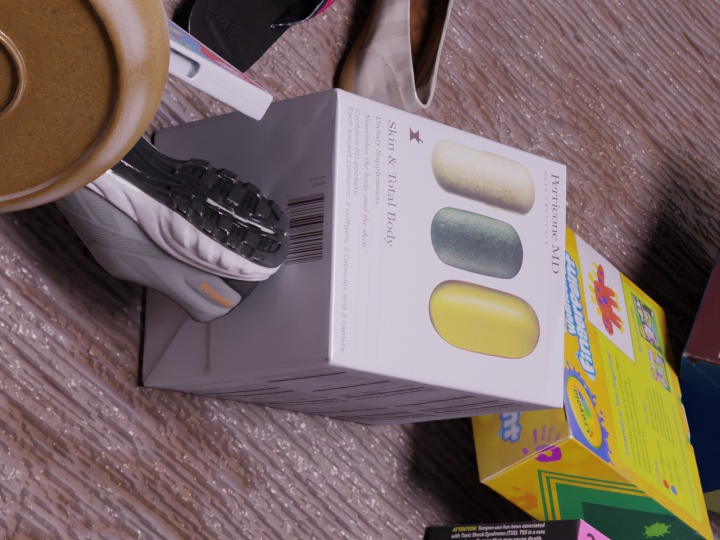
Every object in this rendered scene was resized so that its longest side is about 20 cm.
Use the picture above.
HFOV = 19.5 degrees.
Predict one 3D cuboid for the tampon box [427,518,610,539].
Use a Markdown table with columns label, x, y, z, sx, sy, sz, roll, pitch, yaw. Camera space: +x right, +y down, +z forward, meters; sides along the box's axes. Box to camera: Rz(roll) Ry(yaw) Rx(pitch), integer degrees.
| label | x | y | z | sx | sy | sz | roll | pitch | yaw |
| --- | --- | --- | --- | --- | --- | --- | --- | --- | --- |
| tampon box | 0.112 | 0.275 | 1.303 | 0.150 | 0.126 | 0.200 | 36 | 58 | -39 |

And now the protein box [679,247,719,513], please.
| label | x | y | z | sx | sy | sz | roll | pitch | yaw |
| --- | --- | --- | --- | --- | --- | --- | --- | --- | --- |
| protein box | 0.318 | 0.053 | 1.503 | 0.199 | 0.135 | 0.200 | 82 | 28 | -53 |

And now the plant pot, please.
| label | x | y | z | sx | sy | sz | roll | pitch | yaw |
| --- | --- | --- | --- | --- | --- | --- | --- | --- | --- |
| plant pot | -0.190 | -0.099 | 0.982 | 0.200 | 0.200 | 0.028 | 46 | 24 | -33 |

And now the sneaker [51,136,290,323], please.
| label | x | y | z | sx | sy | sz | roll | pitch | yaw |
| --- | --- | --- | --- | --- | --- | --- | --- | --- | --- |
| sneaker | -0.137 | -0.042 | 1.094 | 0.200 | 0.079 | 0.074 | 36 | 35 | -4 |

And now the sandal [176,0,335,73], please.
| label | x | y | z | sx | sy | sz | roll | pitch | yaw |
| --- | --- | --- | --- | --- | --- | --- | --- | --- | --- |
| sandal | -0.038 | -0.184 | 1.271 | 0.075 | 0.045 | 0.200 | 57 | 47 | -25 |

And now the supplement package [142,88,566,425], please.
| label | x | y | z | sx | sy | sz | roll | pitch | yaw |
| --- | --- | --- | --- | --- | --- | --- | --- | --- | --- |
| supplement package | 0.000 | 0.000 | 1.204 | 0.200 | 0.150 | 0.152 | 14 | 73 | -46 |

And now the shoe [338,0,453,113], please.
| label | x | y | z | sx | sy | sz | roll | pitch | yaw |
| --- | --- | --- | --- | --- | --- | --- | --- | --- | --- |
| shoe | 0.040 | -0.181 | 1.351 | 0.070 | 0.053 | 0.200 | 36 | 59 | -39 |

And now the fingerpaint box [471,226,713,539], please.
| label | x | y | z | sx | sy | sz | roll | pitch | yaw |
| --- | --- | --- | --- | --- | --- | --- | --- | --- | --- |
| fingerpaint box | 0.140 | 0.078 | 1.357 | 0.167 | 0.073 | 0.200 | 37 | 34 | -39 |

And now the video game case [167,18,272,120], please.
| label | x | y | z | sx | sy | sz | roll | pitch | yaw |
| --- | --- | --- | --- | --- | --- | --- | --- | --- | --- |
| video game case | -0.151 | -0.147 | 1.079 | 0.200 | 0.143 | 0.017 | 27 | 98 | -43 |
